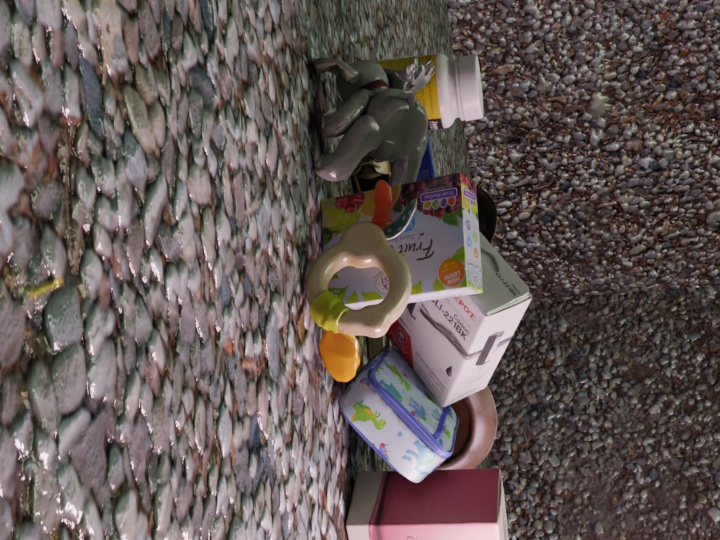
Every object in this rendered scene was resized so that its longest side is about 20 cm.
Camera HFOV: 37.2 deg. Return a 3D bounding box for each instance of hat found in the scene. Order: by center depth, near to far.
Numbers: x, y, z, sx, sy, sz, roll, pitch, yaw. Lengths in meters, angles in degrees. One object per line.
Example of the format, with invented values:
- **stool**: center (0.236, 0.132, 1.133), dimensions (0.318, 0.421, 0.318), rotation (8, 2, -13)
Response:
- **hat**: center (0.132, -0.054, 1.757), dimensions (0.080, 0.200, 0.202), rotation (18, 61, -36)

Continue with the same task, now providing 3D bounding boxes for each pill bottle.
- **pill bottle**: center (0.083, -0.268, 1.624), dimensions (0.114, 0.198, 0.116), rotation (-5, 90, -79)

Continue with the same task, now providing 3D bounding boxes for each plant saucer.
- **plant saucer**: center (0.099, 0.208, 1.546), dimensions (0.032, 0.198, 0.202), rotation (-24, 110, -60)

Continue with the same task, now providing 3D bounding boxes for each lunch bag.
- **lunch bag**: center (0.058, 0.190, 1.426), dimensions (0.161, 0.082, 0.200), rotation (47, 12, 2)

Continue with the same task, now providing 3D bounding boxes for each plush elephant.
- **plush elephant**: center (0.009, -0.209, 1.405), dimensions (0.155, 0.164, 0.201), rotation (45, -63, 48)

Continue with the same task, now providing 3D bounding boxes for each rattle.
- **rattle**: center (0.014, 0.014, 1.295), dimensions (0.143, 0.129, 0.201), rotation (62, 33, -45)

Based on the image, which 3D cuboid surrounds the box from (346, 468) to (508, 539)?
- **box**: center (0.092, 0.344, 1.405), dimensions (0.109, 0.198, 0.129), rotation (-74, 157, -59)

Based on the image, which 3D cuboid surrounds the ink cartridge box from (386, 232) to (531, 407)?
- **ink cartridge box**: center (0.124, 0.057, 1.402), dimensions (0.145, 0.083, 0.201), rotation (51, -36, 28)

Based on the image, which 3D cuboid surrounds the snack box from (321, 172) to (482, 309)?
- **snack box**: center (0.048, -0.031, 1.327), dimensions (0.053, 0.198, 0.144), rotation (14, 70, -58)

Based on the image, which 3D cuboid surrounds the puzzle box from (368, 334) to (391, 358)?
- **puzzle box**: center (0.030, 0.037, 1.679), dimensions (0.133, 0.025, 0.202), rotation (22, 64, -78)

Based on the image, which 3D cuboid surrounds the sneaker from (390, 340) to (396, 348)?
- **sneaker**: center (0.075, 0.040, 1.662), dimensions (0.201, 0.069, 0.109), rotation (-85, 166, -52)

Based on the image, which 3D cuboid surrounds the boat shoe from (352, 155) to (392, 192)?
- **boat shoe**: center (0.018, -0.166, 1.581), dimensions (0.072, 0.075, 0.201), rotation (-79, 160, -48)

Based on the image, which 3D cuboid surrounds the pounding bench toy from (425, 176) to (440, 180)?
- **pounding bench toy**: center (0.073, -0.058, 1.504), dimensions (0.201, 0.123, 0.157), rotation (80, -4, -55)

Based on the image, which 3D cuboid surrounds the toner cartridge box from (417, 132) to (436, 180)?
- **toner cartridge box**: center (0.078, -0.146, 1.764), dimensions (0.043, 0.094, 0.201), rotation (67, 14, -46)
